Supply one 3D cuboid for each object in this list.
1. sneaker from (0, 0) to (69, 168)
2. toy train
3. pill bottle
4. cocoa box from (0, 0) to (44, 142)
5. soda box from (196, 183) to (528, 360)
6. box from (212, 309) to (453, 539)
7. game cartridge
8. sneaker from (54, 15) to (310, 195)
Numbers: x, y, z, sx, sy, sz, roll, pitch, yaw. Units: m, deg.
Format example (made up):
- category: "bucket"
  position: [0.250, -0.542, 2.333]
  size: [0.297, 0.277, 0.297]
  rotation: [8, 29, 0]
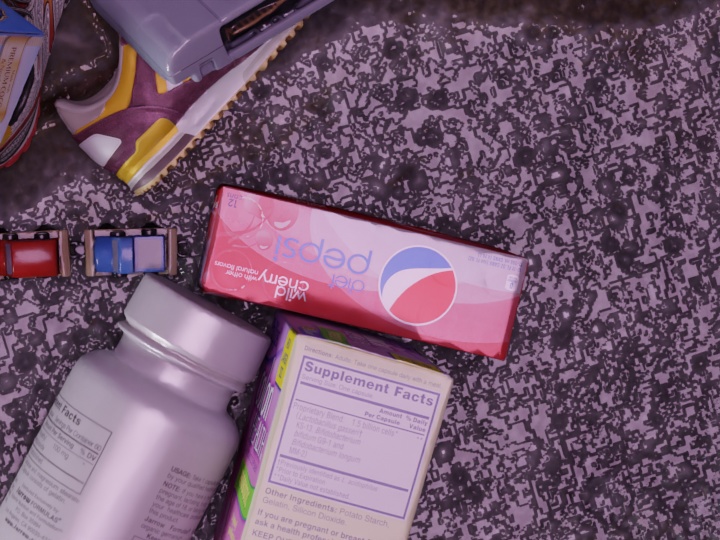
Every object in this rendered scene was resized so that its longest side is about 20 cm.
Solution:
- category: "sneaker"
  position: [-0.213, -0.159, 1.348]
  size: [0.077, 0.082, 0.202]
  rotation: [7, 92, -6]
- category: "toy train"
  position: [-0.206, -0.011, 1.376]
  size: [0.198, 0.046, 0.034]
  rotation: [-2, 94, -5]
- category: "pill bottle"
  position: [-0.139, 0.110, 1.356]
  size: [0.114, 0.114, 0.201]
  rotation: [28, 91, -6]
- category: "cocoa box"
  position: [-0.299, -0.083, 1.273]
  size: [0.133, 0.131, 0.201]
  rotation: [36, 112, 27]
- category: "soda box"
  position: [0.000, 0.000, 1.387]
  size: [0.199, 0.063, 0.071]
  rotation: [13, 93, -7]
- category: "box"
  position: [-0.027, 0.137, 1.336]
  size: [0.096, 0.176, 0.201]
  rotation: [16, 92, -7]
- category: "game cartridge"
  position: [-0.062, -0.197, 1.335]
  size: [0.199, 0.133, 0.042]
  rotation: [-33, 140, -14]
- category: "sneaker"
  position: [-0.101, -0.145, 1.364]
  size: [0.090, 0.075, 0.200]
  rotation: [41, 87, -7]
